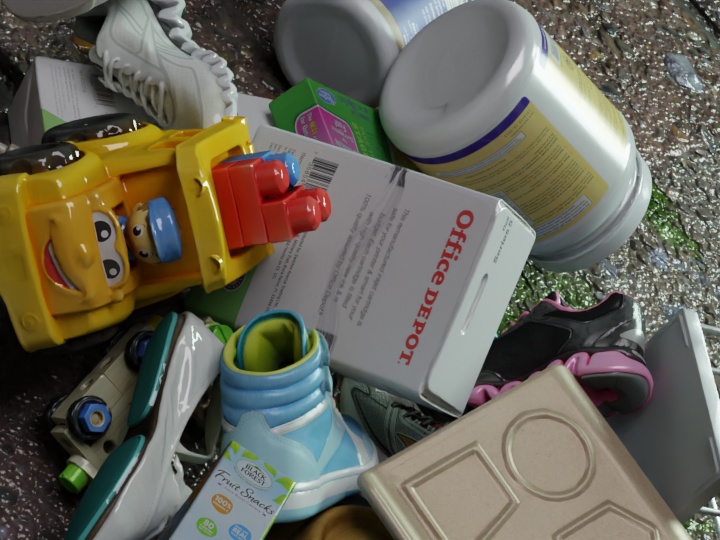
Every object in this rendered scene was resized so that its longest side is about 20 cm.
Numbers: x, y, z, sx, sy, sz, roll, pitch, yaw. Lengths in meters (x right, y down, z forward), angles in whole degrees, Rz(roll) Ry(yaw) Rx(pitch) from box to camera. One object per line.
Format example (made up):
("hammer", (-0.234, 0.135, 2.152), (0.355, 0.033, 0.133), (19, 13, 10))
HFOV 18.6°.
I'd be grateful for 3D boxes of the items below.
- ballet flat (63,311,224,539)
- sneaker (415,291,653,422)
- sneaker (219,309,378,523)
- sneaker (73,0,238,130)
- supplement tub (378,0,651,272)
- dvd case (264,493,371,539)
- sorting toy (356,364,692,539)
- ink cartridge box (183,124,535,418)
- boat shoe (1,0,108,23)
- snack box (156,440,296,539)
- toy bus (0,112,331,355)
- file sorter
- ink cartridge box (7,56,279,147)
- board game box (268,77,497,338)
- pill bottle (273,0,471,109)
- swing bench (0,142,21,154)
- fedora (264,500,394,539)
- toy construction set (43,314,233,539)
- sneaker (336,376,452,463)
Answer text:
("ballet flat", (-0.126, 0.116, 1.383), (0.069, 0.069, 0.200), (27, 56, -10))
("sneaker", (0.125, 0.064, 1.597), (0.079, 0.200, 0.095), (39, 49, -44))
("sneaker", (-0.036, 0.085, 1.443), (0.079, 0.131, 0.200), (1, 7, 15))
("sneaker", (-0.147, -0.139, 1.578), (0.081, 0.075, 0.200), (-8, 41, -26))
("supplement tub", (0.126, -0.103, 1.726), (0.200, 0.145, 0.145), (43, 35, -36))
("dvd case", (-0.005, 0.220, 1.498), (0.200, 0.025, 0.150), (36, 43, -2))
("sorting toy", (0.116, 0.174, 1.445), (0.200, 0.036, 0.185), (-25, 73, -34))
("ink cartridge box", (0.000, 0.000, 1.525), (0.200, 0.146, 0.084), (20, -8, 27))
("boat shoe", (-0.160, -0.232, 1.595), (0.075, 0.200, 0.093), (67, 11, 15))
("snack box", (-0.123, 0.210, 1.302), (0.053, 0.200, 0.142), (33, 44, -3))
("toy bus", (-0.125, -0.032, 1.428), (0.200, 0.192, 0.136), (-40, 122, -68))
("file sorter", (0.238, 0.149, 1.588), (0.124, 0.200, 0.139), (13, 49, -26))
("ink cartridge box", (-0.152, -0.081, 1.624), (0.200, 0.067, 0.117), (8, 49, -26))
("board game box", (0.018, -0.037, 1.666), (0.153, 0.040, 0.200), (19, 44, -55))
("pill bottle", (0.025, -0.217, 1.819), (0.116, 0.116, 0.200), (42, 43, 5))
("swing bench", (-0.351, -0.032, 1.416), (0.199, 0.130, 0.200), (29, 39, -8))
("fedora", (-0.004, 0.218, 1.420), (0.201, 0.082, 0.201), (17, 47, -20))
("toy construction set", (-0.132, 0.108, 1.472), (0.131, 0.092, 0.200), (51, 47, -22))
("sneaker", (0.060, 0.133, 1.556), (0.078, 0.082, 0.200), (-1, 44, -52))
